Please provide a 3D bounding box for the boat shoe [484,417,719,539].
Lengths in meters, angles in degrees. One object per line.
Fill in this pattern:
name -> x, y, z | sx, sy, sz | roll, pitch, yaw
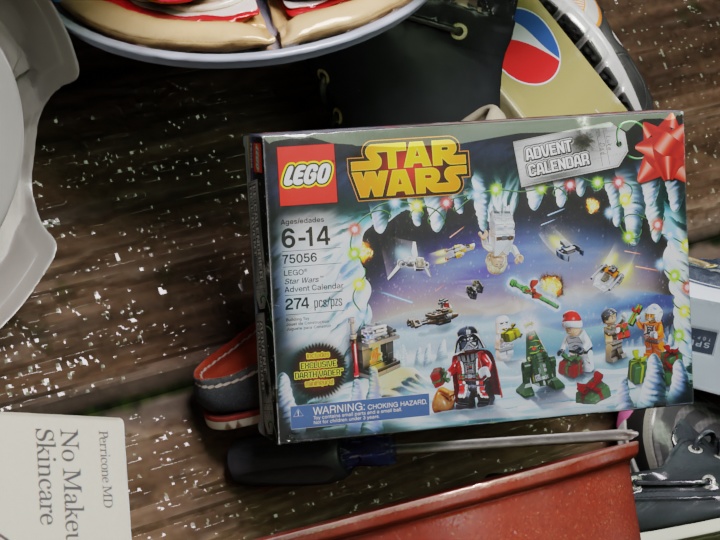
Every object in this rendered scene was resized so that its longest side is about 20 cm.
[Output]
boat shoe -> 0.153, 0.107, 1.051 | 0.199, 0.075, 0.066 | -13, 73, 8

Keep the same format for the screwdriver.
screwdriver -> 0.031, 0.082, 0.977 | 0.029, 0.200, 0.028 | 49, 41, -58

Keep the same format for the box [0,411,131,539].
box -> -0.199, 0.102, 0.894 | 0.200, 0.068, 0.082 | 3, 68, -28

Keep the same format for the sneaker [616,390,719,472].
sneaker -> 0.220, 0.127, 1.111 | 0.200, 0.087, 0.074 | 47, 55, -4

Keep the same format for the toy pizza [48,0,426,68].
toy pizza -> -0.056, -0.155, 0.983 | 0.200, 0.032, 0.200 | -1, 37, 1

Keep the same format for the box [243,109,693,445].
box -> 0.051, 0.000, 0.970 | 0.200, 0.040, 0.137 | -5, 95, -16

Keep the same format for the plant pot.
plant pot -> 0.048, 0.193, 0.934 | 0.201, 0.201, 0.195 | -11, 84, -33

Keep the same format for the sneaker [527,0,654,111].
sneaker -> 0.100, -0.155, 1.173 | 0.080, 0.074, 0.200 | -38, 92, -38

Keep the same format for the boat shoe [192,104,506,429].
boat shoe -> 0.000, 0.000, 1.011 | 0.200, 0.071, 0.063 | -34, 116, -5

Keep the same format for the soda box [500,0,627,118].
soda box -> 0.049, -0.126, 1.133 | 0.064, 0.068, 0.200 | -39, 91, -37

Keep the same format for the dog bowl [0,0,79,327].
dog bowl -> -0.211, -0.052, 0.902 | 0.200, 0.059, 0.200 | -20, 118, -42

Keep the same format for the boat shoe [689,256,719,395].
boat shoe -> 0.146, 0.020, 1.133 | 0.200, 0.091, 0.071 | 17, 104, 1

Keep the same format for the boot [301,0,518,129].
boot -> -0.019, -0.098, 1.069 | 0.203, 0.073, 0.154 | 1, 102, 8

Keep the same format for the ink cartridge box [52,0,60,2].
ink cartridge box -> -0.150, -0.218, 0.875 | 0.200, 0.116, 0.067 | 47, 58, -13
